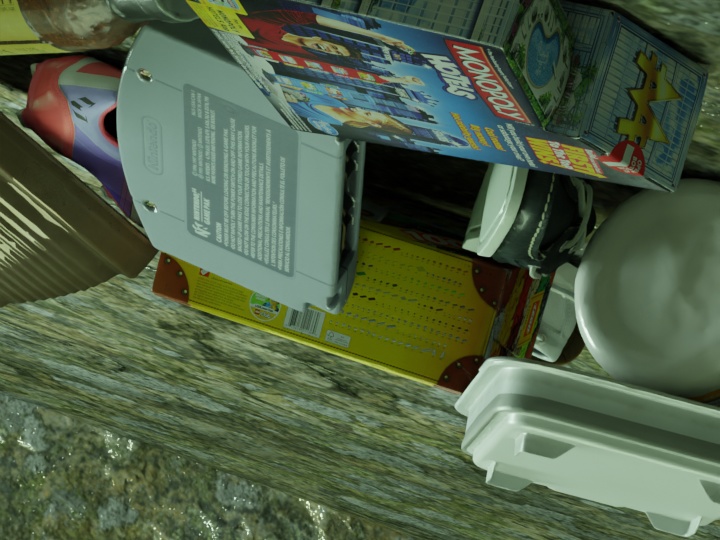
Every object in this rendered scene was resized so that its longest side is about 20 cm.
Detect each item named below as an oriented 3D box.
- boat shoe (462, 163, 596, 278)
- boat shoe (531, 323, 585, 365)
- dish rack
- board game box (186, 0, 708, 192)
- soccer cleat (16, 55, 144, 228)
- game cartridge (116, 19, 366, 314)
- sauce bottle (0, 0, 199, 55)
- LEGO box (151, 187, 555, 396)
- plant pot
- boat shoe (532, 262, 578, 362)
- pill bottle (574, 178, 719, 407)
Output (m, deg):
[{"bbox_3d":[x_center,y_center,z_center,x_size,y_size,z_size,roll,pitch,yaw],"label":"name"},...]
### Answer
[{"bbox_3d":[0.093,-0.034,1.363,0.060,0.076,0.200,17,-178,0],"label":"boat shoe"},{"bbox_3d":[0.046,0.020,1.713,0.199,0.073,0.065,15,169,-16],"label":"boat shoe"},{"bbox_3d":[0.134,0.098,1.386,0.170,0.044,0.200,14,168,-2],"label":"dish rack"},{"bbox_3d":[0.043,-0.097,1.142,0.199,0.062,0.200,14,168,17],"label":"board game box"},{"bbox_3d":[-0.121,-0.069,1.559,0.076,0.067,0.200,5,162,33],"label":"soccer cleat"},{"bbox_3d":[-0.063,-0.060,1.382,0.133,0.041,0.200,21,148,10],"label":"game cartridge"},{"bbox_3d":[-0.137,-0.134,1.247,0.066,0.066,0.199,26,167,-38],"label":"sauce bottle"},{"bbox_3d":[0.000,0.000,1.530,0.199,0.078,0.149,18,-171,12],"label":"LEGO box"},{"bbox_3d":[-0.223,-0.043,1.581,0.201,0.093,0.201,40,178,2],"label":"plant pot"},{"bbox_3d":[0.039,0.004,1.636,0.199,0.069,0.072,19,170,-3],"label":"boat shoe"},{"bbox_3d":[0.198,0.035,1.407,0.116,0.117,0.200,12,168,29],"label":"pill bottle"}]
